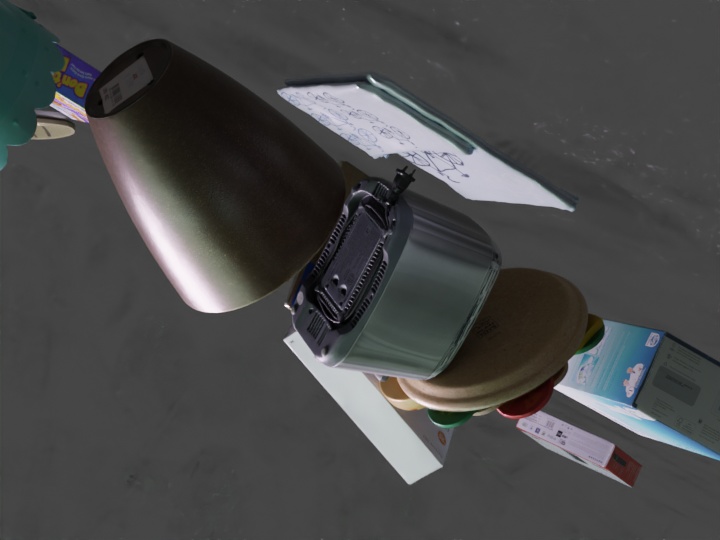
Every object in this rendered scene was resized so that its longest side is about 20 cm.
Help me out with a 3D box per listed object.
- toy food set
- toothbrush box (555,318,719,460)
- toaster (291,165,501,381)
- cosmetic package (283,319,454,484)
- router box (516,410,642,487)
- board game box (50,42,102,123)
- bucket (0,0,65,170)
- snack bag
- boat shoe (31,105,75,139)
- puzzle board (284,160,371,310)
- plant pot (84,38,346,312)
[{"bbox_3d":[0.124,0.071,1.502,0.198,0.200,0.049,20,144,50],"label":"toy food set"},{"bbox_3d":[0.297,0.118,1.627,0.146,0.086,0.200,28,173,-19],"label":"toothbrush box"},{"bbox_3d":[0.037,0.006,1.439,0.129,0.201,0.114,18,-163,-33],"label":"toaster"},{"bbox_3d":[0.013,0.110,1.588,0.200,0.051,0.083,50,-149,-16],"label":"cosmetic package"},{"bbox_3d":[0.420,0.336,3.049,0.199,0.049,0.179,23,172,33],"label":"router box"},{"bbox_3d":[-0.356,-0.225,1.728,0.200,0.045,0.134,31,172,-34],"label":"board game box"},{"bbox_3d":[-0.401,-0.189,1.520,0.207,0.208,0.135,20,161,46],"label":"bucket"},{"bbox_3d":[0.047,-0.095,1.223,0.199,0.021,0.188,29,173,-22],"label":"snack bag"},{"bbox_3d":[-0.480,-0.221,2.165,0.199,0.069,0.075,5,164,10],"label":"boat shoe"},{"bbox_3d":[0.019,0.005,1.552,0.200,0.151,0.017,32,164,-39],"label":"puzzle board"},{"bbox_3d":[-0.143,-0.097,1.388,0.187,0.187,0.200,19,156,51],"label":"plant pot"}]
